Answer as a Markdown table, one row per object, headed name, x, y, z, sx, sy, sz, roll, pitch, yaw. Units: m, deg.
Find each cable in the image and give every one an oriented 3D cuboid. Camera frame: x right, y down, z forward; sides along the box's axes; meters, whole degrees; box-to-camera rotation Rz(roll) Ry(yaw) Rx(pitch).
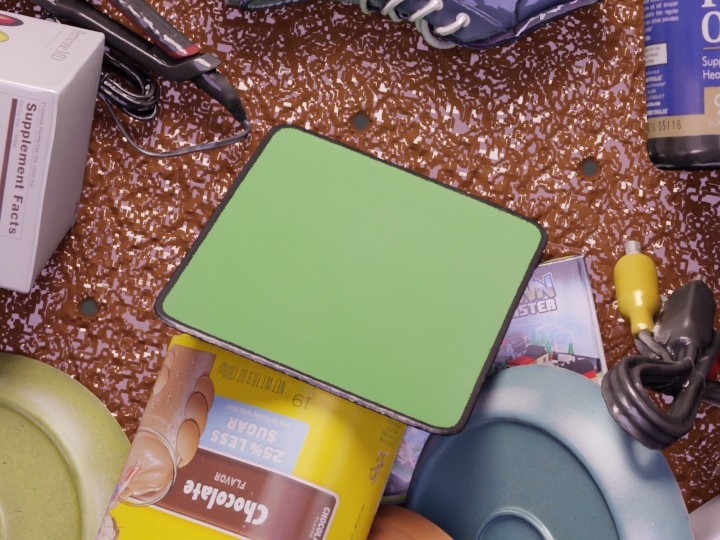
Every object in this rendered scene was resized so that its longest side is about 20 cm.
| name | x | y | z | sx | sy | sz | roll | pitch | yaw |
| --- | --- | --- | --- | --- | --- | --- | --- | --- | --- |
| cable | 0.152 | 0.055 | 1.287 | 0.050 | 0.200 | 0.097 | -34 | 101 | 26 |

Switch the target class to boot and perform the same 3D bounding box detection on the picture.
| name | x | y | z | sx | sy | sz | roll | pitch | yaw |
| --- | --- | --- | --- | --- | --- | --- | --- | --- | --- |
| boot | 0.027 | -0.150 | 1.346 | 0.199 | 0.073 | 0.091 | -19 | 85 | 3 |

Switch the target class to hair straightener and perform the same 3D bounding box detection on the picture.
| name | x | y | z | sx | sy | sz | roll | pitch | yaw |
| --- | --- | --- | --- | --- | --- | --- | --- | --- | --- |
| hair straightener | -0.144 | -0.125 | 1.383 | 0.200 | 0.041 | 0.077 | 37 | 113 | -4 |

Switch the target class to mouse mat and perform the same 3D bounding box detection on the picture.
| name | x | y | z | sx | sy | sz | roll | pitch | yaw |
| --- | --- | --- | --- | --- | --- | --- | --- | --- | --- |
| mouse mat | 0.000 | 0.000 | 1.302 | 0.160 | 0.200 | 0.008 | 22 | 125 | 5 |

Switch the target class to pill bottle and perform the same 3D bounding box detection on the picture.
| name | x | y | z | sx | sy | sz | roll | pitch | yaw |
| --- | --- | --- | --- | --- | --- | --- | --- | --- | --- |
| pill bottle | 0.197 | -0.152 | 1.318 | 0.111 | 0.112 | 0.202 | -2 | 92 | 3 |

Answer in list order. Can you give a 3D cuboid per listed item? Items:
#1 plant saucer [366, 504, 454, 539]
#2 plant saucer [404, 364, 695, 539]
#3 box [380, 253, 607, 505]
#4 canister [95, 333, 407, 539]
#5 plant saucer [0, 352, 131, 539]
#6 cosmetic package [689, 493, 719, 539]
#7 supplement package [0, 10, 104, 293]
| name | x | y | z | sx | sy | sz | roll | pitch | yaw |
| --- | --- | --- | --- | --- | --- | --- | --- | --- | --- |
| plant saucer | 0.028 | 0.217 | 1.301 | 0.037 | 0.200 | 0.202 | -20 | 90 | -29 |
| plant saucer | 0.083 | 0.147 | 1.277 | 0.027 | 0.199 | 0.202 | -5 | 92 | -40 |
| box | 0.030 | 0.064 | 1.372 | 0.198 | 0.035 | 0.111 | -12 | 91 | 4 |
| canister | -0.069 | 0.143 | 1.282 | 0.148 | 0.086 | 0.201 | 12 | 78 | 45 |
| plant saucer | -0.208 | 0.138 | 1.362 | 0.198 | 0.031 | 0.202 | -3 | 77 | 13 |
| cosmetic package | 0.198 | 0.158 | 1.330 | 0.199 | 0.108 | 0.085 | -32 | 90 | 5 |
| supplement package | -0.243 | -0.077 | 1.333 | 0.198 | 0.114 | 0.110 | 12 | 112 | 2 |
